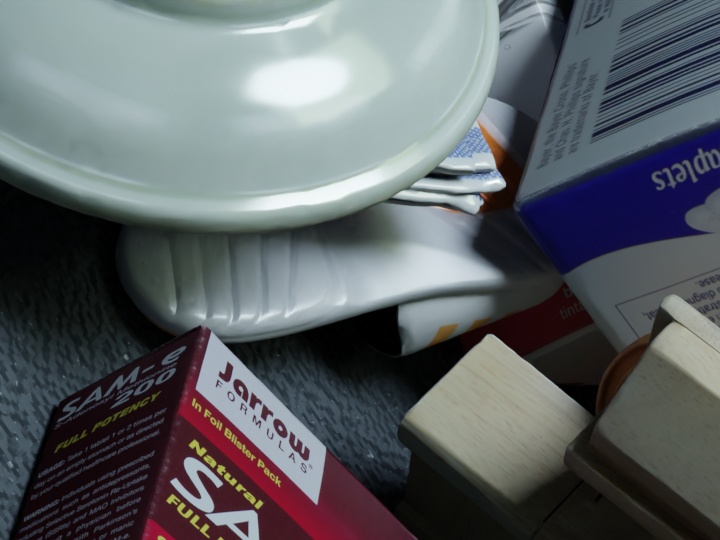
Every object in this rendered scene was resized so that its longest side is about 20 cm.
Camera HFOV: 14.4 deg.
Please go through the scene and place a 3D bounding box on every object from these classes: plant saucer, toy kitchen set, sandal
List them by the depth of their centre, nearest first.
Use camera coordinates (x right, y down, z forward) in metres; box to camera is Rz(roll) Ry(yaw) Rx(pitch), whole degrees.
[{"bbox_3d":[0.060,0.128,0.826,0.200,0.163,0.180,39,64,18],"label":"toy kitchen set"},{"bbox_3d":[-0.051,-0.100,0.832,0.200,0.050,0.200,9,47,-10],"label":"plant saucer"},{"bbox_3d":[-0.005,-0.007,0.945,0.207,0.059,0.079,-12,61,-39],"label":"sandal"}]

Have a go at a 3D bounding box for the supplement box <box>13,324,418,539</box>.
[{"bbox_3d":[-0.046,0.122,0.753,0.109,0.061,0.200,47,31,-26],"label":"supplement box"}]

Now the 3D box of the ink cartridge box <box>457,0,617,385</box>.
[{"bbox_3d":[0.077,-0.062,1.088,0.147,0.083,0.200,2,64,-57],"label":"ink cartridge box"}]

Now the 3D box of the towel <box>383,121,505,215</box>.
[{"bbox_3d":[-0.047,-0.099,0.907,0.147,0.024,0.200,5,46,-34],"label":"towel"}]

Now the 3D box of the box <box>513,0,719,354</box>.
[{"bbox_3d":[0.159,-0.020,0.992,0.200,0.105,0.184,52,33,-24],"label":"box"}]

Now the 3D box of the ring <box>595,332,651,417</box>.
[{"bbox_3d":[0.150,0.096,0.870,0.019,0.200,0.200,-39,102,-21],"label":"ring"}]
